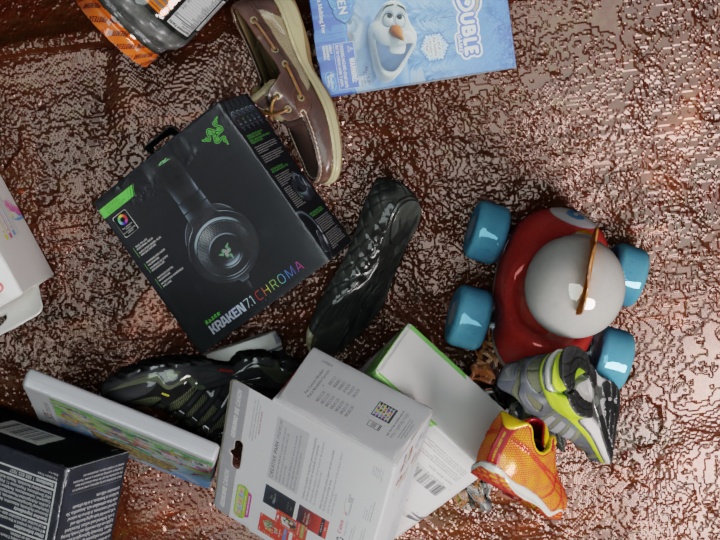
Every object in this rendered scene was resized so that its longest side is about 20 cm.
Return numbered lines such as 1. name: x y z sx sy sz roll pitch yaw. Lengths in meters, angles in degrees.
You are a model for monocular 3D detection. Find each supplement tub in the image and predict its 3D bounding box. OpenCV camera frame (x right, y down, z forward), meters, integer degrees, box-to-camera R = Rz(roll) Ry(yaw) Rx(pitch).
1. supplement tub: -0.175 -0.303 1.367 0.200 0.123 0.123 -44 95 8

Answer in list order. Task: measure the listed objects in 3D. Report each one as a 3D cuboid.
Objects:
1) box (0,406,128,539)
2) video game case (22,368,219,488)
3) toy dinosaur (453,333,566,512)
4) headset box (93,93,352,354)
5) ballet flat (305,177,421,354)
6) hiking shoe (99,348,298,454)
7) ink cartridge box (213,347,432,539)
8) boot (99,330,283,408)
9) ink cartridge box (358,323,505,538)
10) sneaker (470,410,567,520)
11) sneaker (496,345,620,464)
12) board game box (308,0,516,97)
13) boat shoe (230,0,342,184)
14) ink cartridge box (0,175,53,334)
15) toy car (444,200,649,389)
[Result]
1. box: -0.364 0.259 1.437 0.198 0.123 0.201 16 97 21
2. video game case: -0.238 0.164 1.421 0.198 0.182 0.022 22 72 -1
3. toy dinosaur: 0.142 0.150 1.444 0.134 0.102 0.202 9 118 17
4. headset box: -0.140 -0.054 1.403 0.173 0.093 0.201 -34 93 18
5. ballet flat: 0.000 0.000 1.451 0.066 0.057 0.201 19 105 -44
6. hiking shoe: -0.157 0.135 1.394 0.197 0.076 0.102 -3 94 -7
7. ink cartridge box: -0.041 0.182 1.342 0.174 0.084 0.201 27 134 14
8. boot: -0.167 0.135 1.460 0.198 0.073 0.091 -17 92 5
9. ink cartridge box: 0.033 0.169 1.405 0.145 0.084 0.200 42 135 -4
10. sneaker: 0.163 0.183 1.314 0.072 0.200 0.078 25 81 23
11. sneaker: 0.195 0.127 1.347 0.080 0.200 0.075 0 60 29
12. board game box: 0.045 -0.287 1.399 0.196 0.043 0.203 -9 98 3
13. boat shoe: -0.078 -0.177 1.397 0.071 0.072 0.202 -19 95 -27
14. ink cartridge box: -0.412 -0.022 1.421 0.128 0.125 0.202 -26 97 7
15. toy car: 0.199 0.004 1.338 0.182 0.200 0.179 17 70 -6
